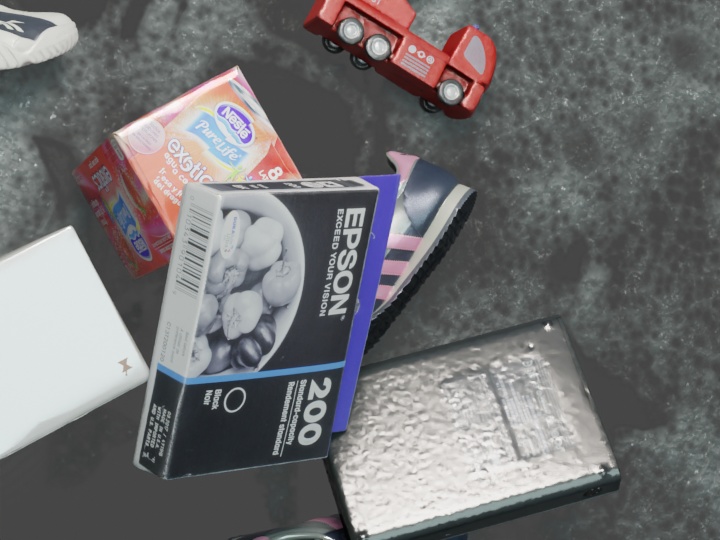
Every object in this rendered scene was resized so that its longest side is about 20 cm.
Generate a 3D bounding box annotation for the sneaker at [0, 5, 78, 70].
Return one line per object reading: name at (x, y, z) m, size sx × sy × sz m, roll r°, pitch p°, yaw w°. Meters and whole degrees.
sneaker at (-0.305, -0.202, 1.511) m, size 0.199 × 0.079 × 0.130 m, roll -6°, pitch 97°, yaw -7°

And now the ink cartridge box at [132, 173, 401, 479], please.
ink cartridge box at (-0.049, 0.035, 1.421) m, size 0.200 × 0.043 × 0.198 m, roll -6°, pitch 113°, yaw -45°

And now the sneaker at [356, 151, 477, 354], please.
sneaker at (0.000, 0.000, 1.605) m, size 0.082 × 0.070 × 0.200 m, roll 36°, pitch 78°, yaw 12°

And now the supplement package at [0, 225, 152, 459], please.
supplement package at (-0.234, 0.051, 1.454) m, size 0.117 × 0.200 × 0.117 m, roll -27°, pitch 94°, yaw -17°

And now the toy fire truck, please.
toy fire truck at (0.029, -0.221, 1.626) m, size 0.200 × 0.049 × 0.141 m, roll 30°, pitch 79°, yaw -13°

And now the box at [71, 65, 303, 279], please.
box at (-0.124, -0.065, 1.493) m, size 0.103 × 0.200 × 0.095 m, roll -31°, pitch 94°, yaw -17°

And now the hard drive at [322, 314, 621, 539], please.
hard drive at (0.071, 0.120, 1.542) m, size 0.200 × 0.033 × 0.140 m, roll -14°, pitch 62°, yaw -8°

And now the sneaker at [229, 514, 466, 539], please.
sneaker at (-0.006, 0.212, 1.564) m, size 0.200 × 0.082 × 0.070 m, roll -13°, pitch 89°, yaw -17°
